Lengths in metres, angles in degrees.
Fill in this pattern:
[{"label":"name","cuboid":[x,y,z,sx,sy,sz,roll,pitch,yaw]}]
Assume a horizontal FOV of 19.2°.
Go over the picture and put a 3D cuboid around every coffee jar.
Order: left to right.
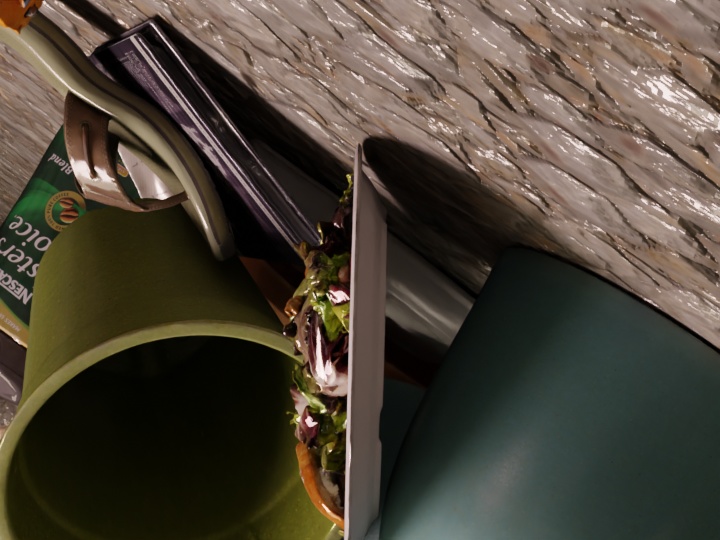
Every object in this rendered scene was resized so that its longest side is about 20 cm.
[{"label":"coffee jar","cuboid":[-0.214,-0.007,1.488,0.104,0.201,0.085,34,172,7]}]

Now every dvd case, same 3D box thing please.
[{"label":"dvd case","cuboid":[-0.086,-0.066,1.149,0.149,0.016,0.200,52,170,-11]}]

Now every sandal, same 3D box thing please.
[{"label":"sandal","cuboid":[-0.142,-0.071,1.145,0.201,0.057,0.080,42,169,12]}]

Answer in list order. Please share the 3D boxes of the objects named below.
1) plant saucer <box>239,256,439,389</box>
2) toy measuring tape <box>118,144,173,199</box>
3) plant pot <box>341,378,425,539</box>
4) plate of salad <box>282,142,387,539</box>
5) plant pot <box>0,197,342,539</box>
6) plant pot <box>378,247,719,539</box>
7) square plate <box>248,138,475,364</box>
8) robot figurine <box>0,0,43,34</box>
[{"label":"plant saucer","cuboid":[-0.010,0.040,1.337,0.200,0.032,0.200,38,-175,-4]},{"label":"toy measuring tape","cuboid":[-0.113,-0.005,1.366,0.073,0.073,0.201,22,139,59]},{"label":"plant pot","cuboid":[0.026,0.187,1.234,0.200,0.161,0.201,29,157,13]},{"label":"plate of salad","cuboid":[-0.013,0.041,0.987,0.048,0.202,0.200,2,170,1]},{"label":"plant pot","cuboid":[-0.110,0.058,1.171,0.200,0.200,0.190,41,-164,-32]},{"label":"plant pot","cuboid":[0.102,0.113,0.983,0.200,0.161,0.201,35,173,5]},{"label":"square plate","cuboid":[0.000,0.000,1.243,0.199,0.029,0.198,37,172,-6]},{"label":"robot figurine","cuboid":[-0.204,-0.177,0.968,0.145,0.058,0.200,35,173,8]}]
